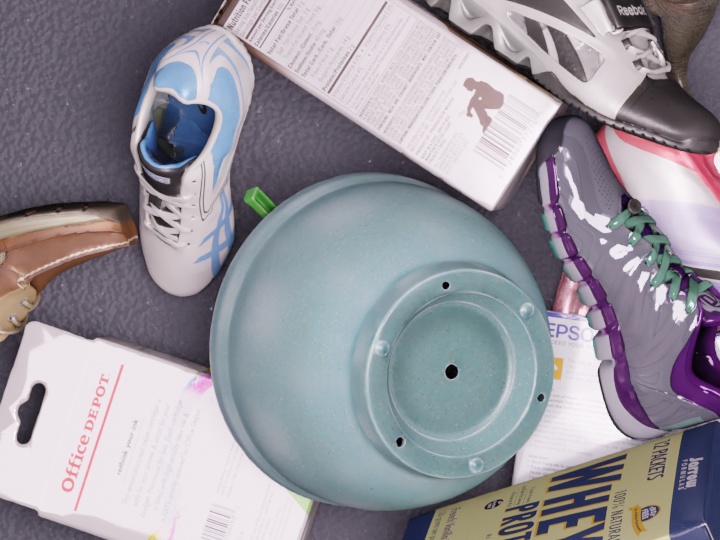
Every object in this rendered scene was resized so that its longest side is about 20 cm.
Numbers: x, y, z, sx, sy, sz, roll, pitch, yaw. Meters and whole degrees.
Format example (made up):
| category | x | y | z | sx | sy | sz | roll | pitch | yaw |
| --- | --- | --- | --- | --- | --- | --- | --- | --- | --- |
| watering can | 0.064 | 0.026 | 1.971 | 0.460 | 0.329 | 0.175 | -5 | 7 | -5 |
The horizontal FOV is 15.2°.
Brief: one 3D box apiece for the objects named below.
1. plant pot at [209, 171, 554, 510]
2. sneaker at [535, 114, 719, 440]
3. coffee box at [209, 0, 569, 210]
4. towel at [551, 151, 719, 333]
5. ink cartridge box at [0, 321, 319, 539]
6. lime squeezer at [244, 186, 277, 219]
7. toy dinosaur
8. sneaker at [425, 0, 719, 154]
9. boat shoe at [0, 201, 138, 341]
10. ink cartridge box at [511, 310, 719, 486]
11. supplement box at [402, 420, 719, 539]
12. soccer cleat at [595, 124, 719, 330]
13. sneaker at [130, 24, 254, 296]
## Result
| category | x | y | z | sx | sy | sz | roll | pitch | yaw |
| --- | --- | --- | --- | --- | --- | --- | --- | --- | --- |
| plant pot | 0.030 | 0.049 | 1.546 | 0.200 | 0.134 | 0.201 | -3 | 98 | -25 |
| sneaker | 0.169 | -0.001 | 1.552 | 0.087 | 0.074 | 0.200 | -10 | 109 | 33 |
| coffee box | 0.020 | -0.121 | 1.610 | 0.200 | 0.113 | 0.080 | 33 | 96 | 5 |
| towel | 0.229 | -0.004 | 1.637 | 0.199 | 0.023 | 0.144 | 18 | 90 | 3 |
| ink cartridge box | -0.121 | 0.112 | 1.646 | 0.199 | 0.067 | 0.117 | 19 | 91 | 4 |
| lime squeezer | 0.000 | 0.000 | 1.640 | 0.200 | 0.071 | 0.038 | 30 | 53 | -24 |
| toy dinosaur | 0.172 | -0.193 | 1.615 | 0.102 | 0.077 | 0.200 | -24 | 84 | 18 |
| sneaker | 0.135 | -0.142 | 1.555 | 0.200 | 0.074 | 0.089 | 36 | 105 | 19 |
| boat shoe | -0.230 | 0.007 | 1.659 | 0.199 | 0.076 | 0.074 | -14 | 94 | 13 |
| ink cartridge box | 0.190 | 0.134 | 1.628 | 0.196 | 0.043 | 0.201 | 8 | 91 | 8 |
| supplement box | 0.144 | 0.225 | 1.543 | 0.199 | 0.134 | 0.200 | -19 | 107 | 17 |
| soccer cleat | 0.204 | -0.011 | 1.593 | 0.076 | 0.067 | 0.200 | -34 | 78 | 23 |
| sneaker | -0.110 | -0.058 | 1.600 | 0.072 | 0.072 | 0.200 | 33 | 138 | 21 |
